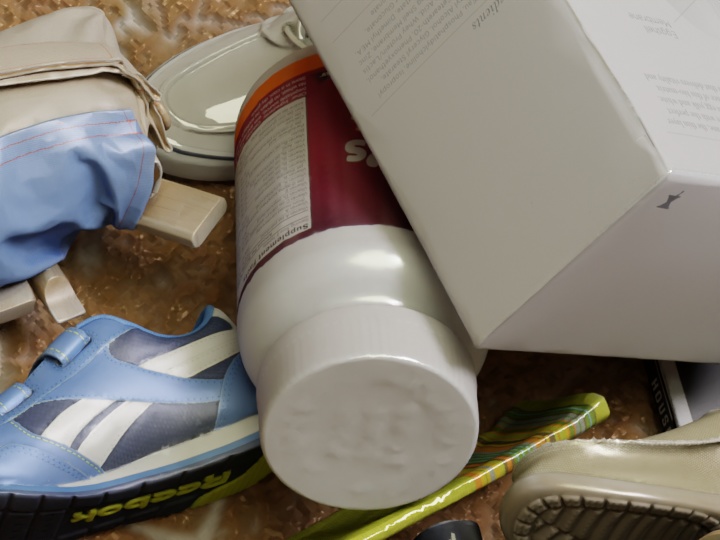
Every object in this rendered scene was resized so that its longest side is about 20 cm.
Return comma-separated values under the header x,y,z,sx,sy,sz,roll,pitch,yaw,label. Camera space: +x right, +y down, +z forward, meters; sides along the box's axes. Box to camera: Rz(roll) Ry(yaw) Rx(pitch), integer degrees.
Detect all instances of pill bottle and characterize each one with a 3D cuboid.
x,y,z,sx,sy,sz,roll,pitch,yaw,label
0.000,0.000,1.258,0.109,0.110,0.201,7,41,-10,pill bottle

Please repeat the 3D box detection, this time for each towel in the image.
x,y,z,sx,sy,sz,roll,pitch,yaw,label
0.011,0.102,1.255,0.199,0.086,0.018,-27,91,-23,towel

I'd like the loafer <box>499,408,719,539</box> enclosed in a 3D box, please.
x,y,z,sx,sy,sz,roll,pitch,yaw,label
0.145,0.096,1.268,0.199,0.076,0.069,7,50,-27,loafer

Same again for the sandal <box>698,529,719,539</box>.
x,y,z,sx,sy,sz,roll,pitch,yaw,label
0.223,0.185,1.243,0.212,0.078,0.070,44,31,7,sandal

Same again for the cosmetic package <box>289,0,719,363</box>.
x,y,z,sx,sy,sz,roll,pitch,yaw,label
0.103,-0.074,1.243,0.199,0.123,0.201,6,48,-49,cosmetic package

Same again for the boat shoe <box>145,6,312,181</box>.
x,y,z,sx,sy,sz,roll,pitch,yaw,label
-0.015,-0.101,1.363,0.199,0.065,0.074,-21,70,-22,boat shoe

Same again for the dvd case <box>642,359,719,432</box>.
x,y,z,sx,sy,sz,roll,pitch,yaw,label
0.216,0.083,1.347,0.149,0.025,0.201,-7,66,-17,dvd case

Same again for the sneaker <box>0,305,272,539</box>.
x,y,z,sx,sy,sz,roll,pitch,yaw,label
-0.126,0.069,1.250,0.199,0.074,0.083,-12,70,-28,sneaker

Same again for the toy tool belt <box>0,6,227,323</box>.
x,y,z,sx,sy,sz,roll,pitch,yaw,label
-0.168,-0.024,1.259,0.199,0.125,0.123,-27,64,-23,toy tool belt

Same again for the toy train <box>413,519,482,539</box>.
x,y,z,sx,sy,sz,roll,pitch,yaw,label
0.036,0.205,1.216,0.113,0.085,0.201,-13,69,-6,toy train
